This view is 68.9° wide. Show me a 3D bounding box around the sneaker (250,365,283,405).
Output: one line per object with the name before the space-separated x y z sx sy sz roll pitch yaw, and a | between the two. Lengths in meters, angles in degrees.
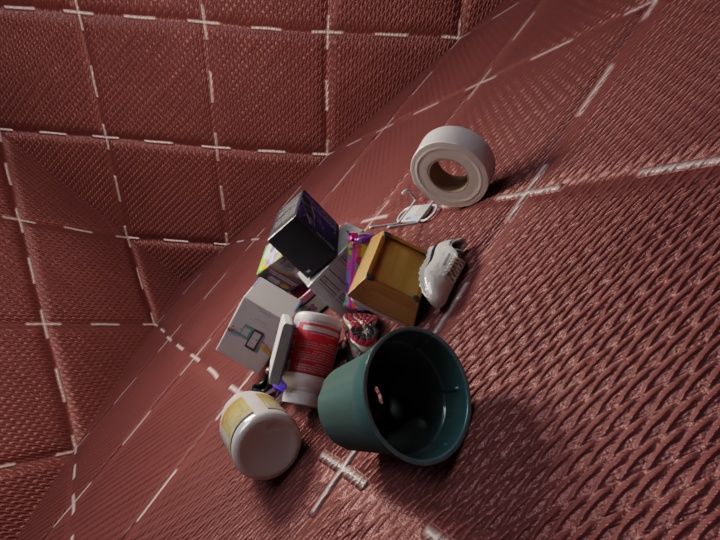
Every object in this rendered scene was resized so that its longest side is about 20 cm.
sneaker | -0.193 0.262 1.314 0.200 0.086 0.080 -47 22 -6

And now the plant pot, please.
plant pot | 0.038 0.209 0.849 0.196 0.200 0.200 -30 25 53

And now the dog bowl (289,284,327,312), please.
dog bowl | -0.141 0.056 1.612 0.200 0.074 0.200 -38 23 19

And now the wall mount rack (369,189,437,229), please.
wall mount rack | 0.125 -0.162 1.506 0.174 0.075 0.200 -51 21 -13

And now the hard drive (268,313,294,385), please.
hard drive | -0.181 0.174 1.197 0.200 0.027 0.132 -174 99 -81

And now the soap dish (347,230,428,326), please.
soap dish | 0.075 0.011 1.164 0.081 0.157 0.200 -60 5 46

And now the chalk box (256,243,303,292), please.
chalk box | -0.230 -0.024 1.623 0.200 0.124 0.124 -29 38 40

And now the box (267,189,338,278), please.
box | -0.144 -0.099 1.373 0.104 0.148 0.200 -38 22 18

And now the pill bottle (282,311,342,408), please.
pill bottle | -0.113 0.201 1.179 0.112 0.112 0.200 -15 59 54

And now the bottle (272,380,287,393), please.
bottle | -0.129 0.213 1.267 0.200 0.083 0.065 -58 -3 -18

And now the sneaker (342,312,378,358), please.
sneaker | -0.002 0.147 1.188 0.200 0.080 0.075 -90 3 -75

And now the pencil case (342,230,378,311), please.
pencil case | 0.000 0.000 1.290 0.088 0.088 0.201 -145 54 -69

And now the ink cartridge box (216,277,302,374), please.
ink cartridge box | -0.288 0.157 1.501 0.200 0.146 0.147 -58 4 23

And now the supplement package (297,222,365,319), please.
supplement package | -0.037 0.002 1.405 0.200 0.151 0.152 -47 21 -3

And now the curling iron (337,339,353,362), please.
curling iron | -0.032 0.203 1.203 0.050 0.026 0.200 -54 22 -3

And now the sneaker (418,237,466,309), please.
sneaker | 0.180 -0.001 1.119 0.080 0.076 0.200 -21 32 30

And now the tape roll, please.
tape roll | 0.228 -0.254 1.305 0.202 0.202 0.071 -21 33 48

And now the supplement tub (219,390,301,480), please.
supplement tub | -0.223 0.346 1.134 0.144 0.144 0.200 -51 21 -13
